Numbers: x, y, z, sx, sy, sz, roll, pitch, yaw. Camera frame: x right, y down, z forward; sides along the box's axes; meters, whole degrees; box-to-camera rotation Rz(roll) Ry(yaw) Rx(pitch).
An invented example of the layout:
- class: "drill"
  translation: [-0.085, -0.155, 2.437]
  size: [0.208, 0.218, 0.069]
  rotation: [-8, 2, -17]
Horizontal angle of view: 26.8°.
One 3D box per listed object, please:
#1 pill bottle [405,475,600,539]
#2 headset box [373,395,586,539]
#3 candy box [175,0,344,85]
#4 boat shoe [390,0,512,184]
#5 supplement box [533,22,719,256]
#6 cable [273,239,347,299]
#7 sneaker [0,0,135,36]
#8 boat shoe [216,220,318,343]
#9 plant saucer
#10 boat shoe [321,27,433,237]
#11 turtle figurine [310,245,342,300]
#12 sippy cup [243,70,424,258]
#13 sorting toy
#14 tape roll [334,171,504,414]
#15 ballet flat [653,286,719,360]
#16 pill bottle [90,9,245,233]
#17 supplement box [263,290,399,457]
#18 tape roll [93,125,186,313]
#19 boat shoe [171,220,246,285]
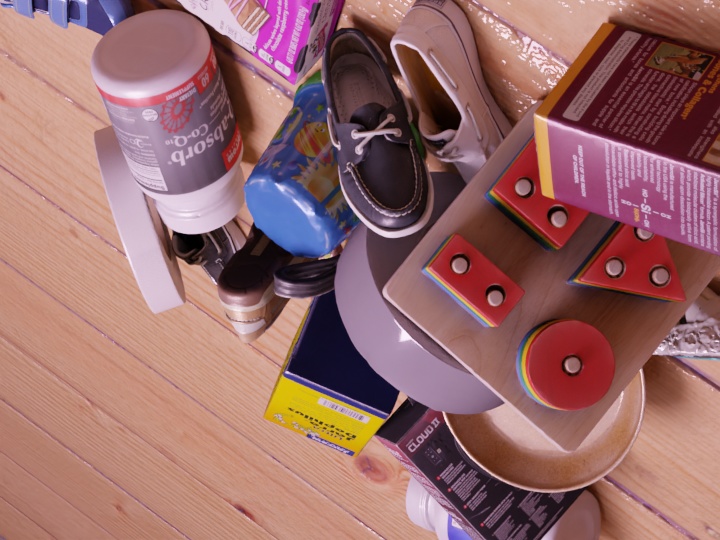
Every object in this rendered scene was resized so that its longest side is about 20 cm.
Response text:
- class: "pill bottle"
  translation: [0.150, 0.265, 1.636]
  size: [0.198, 0.112, 0.113]
  rotation: [13, 142, 38]
- class: "headset box"
  translation: [0.123, 0.167, 1.483]
  size: [0.200, 0.149, 0.077]
  rotation: [46, 169, -13]
- class: "candy box"
  translation: [-0.108, -0.264, 1.259]
  size: [0.199, 0.061, 0.137]
  rotation: [36, 151, 7]
- class: "boat shoe"
  translation: [0.074, -0.124, 1.234]
  size: [0.070, 0.070, 0.201]
  rotation: [13, 141, 37]
- class: "supplement box"
  translation: [0.235, -0.087, 1.060]
  size: [0.198, 0.111, 0.086]
  rotation: [22, 147, 28]
- class: "cable"
  translation: [0.000, 0.000, 1.387]
  size: [0.096, 0.200, 0.051]
  rotation: [21, 122, 22]
- class: "sneaker"
  translation: [-0.305, -0.273, 1.451]
  size: [0.199, 0.082, 0.074]
  rotation: [32, 149, 9]
- class: "boat shoe"
  translation: [-0.073, -0.009, 1.419]
  size: [0.071, 0.200, 0.077]
  rotation: [12, 131, 27]
- class: "plant saucer"
  translation: [0.168, 0.103, 1.391]
  size: [0.198, 0.035, 0.203]
  rotation: [5, 104, 22]
- class: "boat shoe"
  translation: [0.007, -0.115, 1.230]
  size: [0.061, 0.075, 0.201]
  rotation: [75, 174, -52]
- class: "turtle figurine"
  translation: [-0.028, 0.015, 1.544]
  size: [0.162, 0.065, 0.199]
  rotation: [50, 149, -17]
- class: "sippy cup"
  translation: [-0.032, -0.086, 1.345]
  size: [0.139, 0.131, 0.178]
  rotation: [33, 150, 9]
- class: "sorting toy"
  translation: [0.155, 0.004, 1.172]
  size: [0.198, 0.201, 0.070]
  rotation: [40, 174, -3]
- class: "tape roll"
  translation: [0.080, 0.017, 1.279]
  size: [0.200, 0.201, 0.066]
  rotation: [39, 138, 0]
- class: "ballet flat"
  translation: [0.261, 0.045, 1.258]
  size: [0.198, 0.072, 0.072]
  rotation: [-2, 131, 42]
- class: "pill bottle"
  translation: [-0.177, -0.139, 1.453]
  size: [0.115, 0.116, 0.201]
  rotation: [21, 146, 29]
- class: "supplement box"
  translation: [-0.019, 0.096, 1.480]
  size: [0.108, 0.110, 0.200]
  rotation: [23, 159, -2]
- class: "tape roll"
  translation: [-0.231, -0.055, 1.589]
  size: [0.203, 0.037, 0.205]
  rotation: [162, 90, -87]
- class: "boat shoe"
  translation: [-0.178, -0.040, 1.634]
  size: [0.072, 0.071, 0.201]
  rotation: [14, 143, 37]
